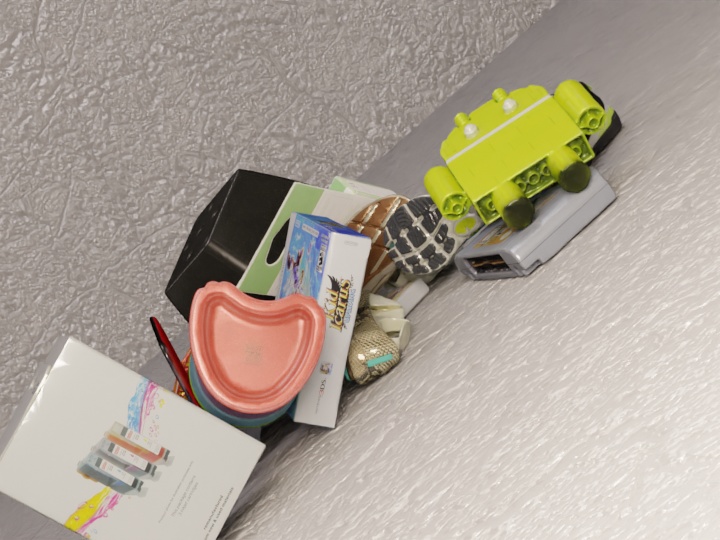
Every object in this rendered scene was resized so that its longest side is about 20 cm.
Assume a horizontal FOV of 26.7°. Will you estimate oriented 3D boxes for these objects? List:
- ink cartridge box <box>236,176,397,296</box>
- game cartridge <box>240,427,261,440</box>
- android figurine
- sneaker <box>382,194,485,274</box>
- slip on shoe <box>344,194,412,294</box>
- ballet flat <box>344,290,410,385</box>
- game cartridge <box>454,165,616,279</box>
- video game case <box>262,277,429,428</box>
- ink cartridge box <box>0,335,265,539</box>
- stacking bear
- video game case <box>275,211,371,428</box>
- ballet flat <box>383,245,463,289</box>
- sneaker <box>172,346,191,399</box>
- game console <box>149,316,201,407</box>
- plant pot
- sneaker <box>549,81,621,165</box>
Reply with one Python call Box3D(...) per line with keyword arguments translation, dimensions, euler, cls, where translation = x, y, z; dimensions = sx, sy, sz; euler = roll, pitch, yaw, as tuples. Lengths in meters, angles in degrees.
Box3D(translation=(-0.049, -0.035, 1.707), dimensions=(0.199, 0.048, 0.146), euler=(11, -65, -47), cls="ink cartridge box")
Box3D(translation=(-0.133, 0.128, 1.641), dimensions=(0.040, 0.135, 0.200), euler=(2, 6, -11), cls="game cartridge")
Box3D(translation=(0.145, -0.116, 1.452), dimensions=(0.181, 0.041, 0.201), euler=(-32, 33, 5), cls="android figurine")
Box3D(translation=(0.105, -0.059, 1.587), dimensions=(0.199, 0.078, 0.079), euler=(-34, -8, 38), cls="sneaker")
Box3D(translation=(0.000, 0.000, 1.695), dimensions=(0.201, 0.076, 0.061), euler=(-57, -15, 11), cls="slip on shoe")
Box3D(translation=(0.014, 0.061, 1.539), dimensions=(0.075, 0.069, 0.200), euler=(-15, 16, 1), cls="ballet flat")
Box3D(translation=(0.170, -0.046, 1.472), dimensions=(0.133, 0.042, 0.200), euler=(-46, 8, -11), cls="game cartridge")
Box3D(translation=(-0.030, 0.095, 1.695), dimensions=(0.200, 0.023, 0.182), euler=(-44, 8, -31), cls="video game case")
Box3D(translation=(-0.213, 0.166, 1.338), dimensions=(0.146, 0.199, 0.145), euler=(-60, 11, -10), cls="ink cartridge box")
Box3D(translation=(-0.109, 0.093, 1.418), dimensions=(0.200, 0.120, 0.115), euler=(126, 152, -73), cls="stacking bear")
Box3D(translation=(-0.048, 0.043, 1.502), dimensions=(0.200, 0.045, 0.183), euler=(-151, 70, -75), cls="video game case")
Box3D(translation=(0.065, -0.011, 1.740), dimensions=(0.069, 0.070, 0.200), euler=(-42, 4, -17), cls="ballet flat")
Box3D(translation=(-0.197, 0.154, 1.770), dimensions=(0.202, 0.072, 0.077), euler=(-65, 13, -8), cls="sneaker")
Box3D(translation=(-0.207, 0.162, 1.579), dimensions=(0.173, 0.118, 0.200), euler=(-59, 12, 0), cls="game console")
Box3D(translation=(-0.126, -0.006, 1.899), dimensions=(0.200, 0.176, 0.201), euler=(-42, 23, 47), cls="plant pot")
Box3D(translation=(0.213, -0.146, 1.643), dimensions=(0.072, 0.083, 0.200), euler=(-34, 7, 38), cls="sneaker")
